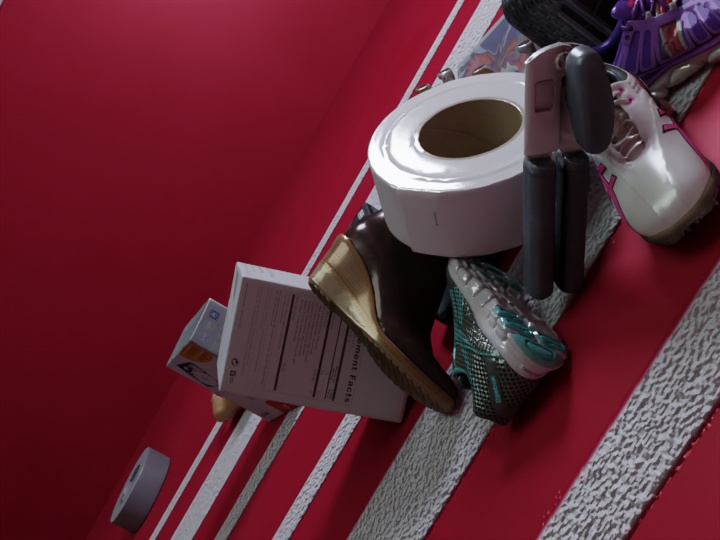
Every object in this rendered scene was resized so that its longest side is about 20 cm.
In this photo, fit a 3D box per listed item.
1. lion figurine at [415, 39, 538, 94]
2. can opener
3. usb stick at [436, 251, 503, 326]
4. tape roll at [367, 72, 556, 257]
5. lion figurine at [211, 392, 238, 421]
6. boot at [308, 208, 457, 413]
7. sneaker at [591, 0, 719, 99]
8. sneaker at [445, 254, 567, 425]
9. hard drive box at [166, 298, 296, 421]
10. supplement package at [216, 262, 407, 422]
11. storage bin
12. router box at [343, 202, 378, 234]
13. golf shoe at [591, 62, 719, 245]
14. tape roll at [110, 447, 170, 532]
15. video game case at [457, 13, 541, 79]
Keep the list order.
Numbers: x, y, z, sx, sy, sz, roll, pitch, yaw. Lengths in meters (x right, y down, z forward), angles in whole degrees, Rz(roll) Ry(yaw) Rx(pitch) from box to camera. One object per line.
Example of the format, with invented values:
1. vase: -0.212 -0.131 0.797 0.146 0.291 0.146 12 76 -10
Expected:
1. lion figurine: 0.135 -0.162 0.884 0.072 0.124 0.198 -39 21 -29
2. can opener: 0.150 -0.064 0.603 0.067 0.052 0.205 -113 15 -60
3. usb stick: 0.133 -0.033 0.844 0.202 0.032 0.056 -58 18 10
4. tape roll: 0.107 -0.103 0.762 0.197 0.072 0.205 -12 38 9
5. lion figurine: -0.249 0.240 1.598 0.124 0.071 0.203 -93 20 -52
6. boot: 0.063 0.016 0.797 0.166 0.200 0.073 -40 -17 -14
7. sneaker: 0.250 -0.202 0.654 0.200 0.082 0.082 -43 22 48
8. sneaker: 0.102 0.054 0.701 0.201 0.076 0.093 -103 37 -66
9. hard drive box: -0.188 0.146 1.293 0.156 0.197 0.078 -38 25 57
10. supplement package: -0.047 0.074 0.883 0.121 0.195 0.123 -150 72 -76
11. storage bin: 0.239 -0.305 0.781 0.203 0.133 0.094 -63 15 -11
12. router box: 0.000 0.000 1.190 0.152 0.061 0.200 -57 15 12
13. golf shoe: 0.198 -0.092 0.607 0.073 0.091 0.202 -47 20 26
14. tape roll: -0.561 0.559 2.091 0.202 0.065 0.201 -56 14 22
15. video game case: 0.177 -0.215 0.929 0.200 0.022 0.187 -42 44 53
